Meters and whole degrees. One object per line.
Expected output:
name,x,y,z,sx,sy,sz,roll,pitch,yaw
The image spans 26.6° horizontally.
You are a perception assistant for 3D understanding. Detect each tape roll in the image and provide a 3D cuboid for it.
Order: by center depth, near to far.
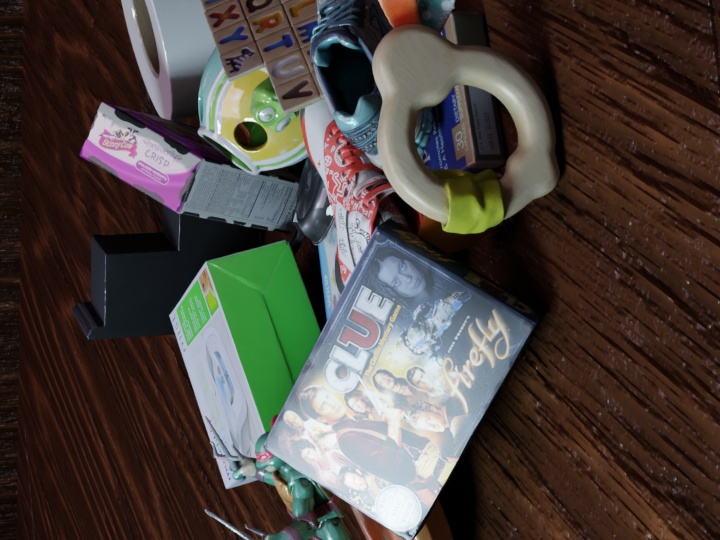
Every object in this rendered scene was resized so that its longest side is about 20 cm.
tape roll,-0.157,-0.264,1.553,0.203,0.139,0.203,165,90,-75

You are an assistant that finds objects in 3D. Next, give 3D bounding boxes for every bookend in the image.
bookend,-0.216,-0.034,1.711,0.092,0.199,0.199,-140,49,-62

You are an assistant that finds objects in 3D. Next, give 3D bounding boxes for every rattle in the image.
rattle,0.054,-0.122,1.092,0.200,0.130,0.143,58,-175,3

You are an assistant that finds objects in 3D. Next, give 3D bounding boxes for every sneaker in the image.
sneaker,-0.001,-0.177,1.176,0.078,0.086,0.200,-33,55,25
sneaker,0.008,-0.074,1.221,0.108,0.067,0.202,156,106,-68

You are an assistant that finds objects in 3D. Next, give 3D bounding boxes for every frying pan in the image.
frying pan,-0.047,-0.078,1.479,0.190,0.031,0.115,162,120,-70

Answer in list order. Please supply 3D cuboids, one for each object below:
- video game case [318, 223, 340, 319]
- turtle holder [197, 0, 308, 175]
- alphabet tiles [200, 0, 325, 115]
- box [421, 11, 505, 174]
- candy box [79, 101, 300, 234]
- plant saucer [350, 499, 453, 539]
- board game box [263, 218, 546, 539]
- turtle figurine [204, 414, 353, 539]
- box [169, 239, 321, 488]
video game case,0.000,0.000,1.389,0.200,0.018,0.144,144,120,-69
turtle holder,-0.072,-0.152,1.370,0.132,0.141,0.185,-52,39,-5
alphabet tiles,-0.043,-0.214,1.297,0.008,0.167,0.200,67,-179,-47
box,0.054,-0.112,1.229,0.200,0.032,0.121,141,123,-66
candy box,-0.157,-0.098,1.491,0.136,0.200,0.061,30,99,27
plant saucer,0.028,0.190,1.260,0.200,0.037,0.200,59,165,27
board game box,0.029,0.082,1.118,0.200,0.135,0.035,-63,-11,20
turtle figurine,-0.055,0.204,1.308,0.200,0.101,0.150,54,-171,-21
box,-0.104,0.098,1.544,0.176,0.096,0.200,-43,64,62
